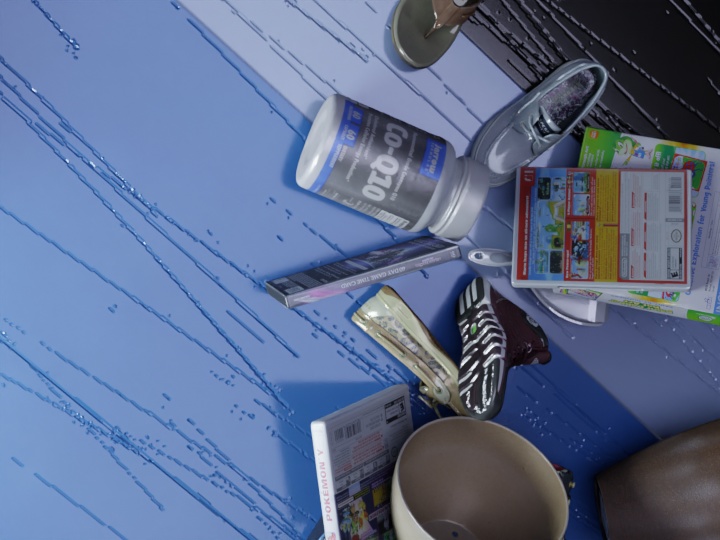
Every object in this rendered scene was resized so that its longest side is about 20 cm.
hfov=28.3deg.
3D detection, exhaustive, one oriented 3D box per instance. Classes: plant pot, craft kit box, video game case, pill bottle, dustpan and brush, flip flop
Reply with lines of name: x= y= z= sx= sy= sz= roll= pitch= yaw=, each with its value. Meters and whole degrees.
plant pot: x=0.117 y=0.283 z=1.607 sx=0.199 sy=0.201 sz=0.135 roll=11 pitch=134 yaw=-12
craft kit box: x=0.336 y=-0.053 z=1.646 sx=0.197 sy=0.049 sz=0.201 roll=12 pitch=75 yaw=9
video game case: x=0.274 y=-0.048 z=1.622 sx=0.199 sy=0.017 sz=0.144 roll=2 pitch=73 yaw=9
video game case: x=0.000 y=0.000 z=1.600 sx=0.199 sy=0.143 sz=0.019 roll=-15 pitch=99 yaw=-11
pill bottle: x=0.038 y=-0.112 z=1.617 sx=0.199 sy=0.114 sz=0.114 roll=21 pitch=89 yaw=-12
dustpan and brush: x=0.216 y=-0.009 z=1.685 sx=0.199 sy=0.057 sz=0.140 roll=6 pitch=92 yaw=-12
video game case: x=0.012 y=0.237 z=1.607 sx=0.023 sy=0.200 sz=0.183 roll=-5 pitch=95 yaw=29
flip flop: x=0.112 y=-0.319 z=1.648 sx=0.200 sy=0.058 sz=0.081 roll=-46 pitch=101 yaw=-6
plant pot: x=0.383 y=0.274 z=1.691 sx=0.199 sy=0.187 sz=0.188 roll=-10 pitch=95 yaw=2

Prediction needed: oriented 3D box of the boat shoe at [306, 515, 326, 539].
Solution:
boat shoe: x=-0.044 y=0.340 z=1.648 sx=0.084 sy=0.069 sz=0.201 roll=20 pitch=89 yaw=-12

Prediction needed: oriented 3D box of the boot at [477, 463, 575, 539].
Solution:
boot: x=0.239 y=0.316 z=1.701 sx=0.203 sy=0.073 sz=0.154 roll=19 pitch=90 yaw=-7

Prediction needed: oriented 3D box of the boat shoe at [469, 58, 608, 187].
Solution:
boat shoe: x=0.208 y=-0.176 z=1.669 sx=0.201 sy=0.072 sz=0.070 roll=-44 pitch=100 yaw=-6

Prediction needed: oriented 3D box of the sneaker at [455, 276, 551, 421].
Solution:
sneaker: x=0.174 y=0.100 z=1.635 sx=0.115 sy=0.201 sz=0.076 roll=26 pitch=131 yaw=-23

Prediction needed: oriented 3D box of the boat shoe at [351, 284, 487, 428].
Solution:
boat shoe: x=0.072 y=0.110 z=1.663 sx=0.063 sy=0.073 sz=0.200 roll=-38 pitch=89 yaw=-1
